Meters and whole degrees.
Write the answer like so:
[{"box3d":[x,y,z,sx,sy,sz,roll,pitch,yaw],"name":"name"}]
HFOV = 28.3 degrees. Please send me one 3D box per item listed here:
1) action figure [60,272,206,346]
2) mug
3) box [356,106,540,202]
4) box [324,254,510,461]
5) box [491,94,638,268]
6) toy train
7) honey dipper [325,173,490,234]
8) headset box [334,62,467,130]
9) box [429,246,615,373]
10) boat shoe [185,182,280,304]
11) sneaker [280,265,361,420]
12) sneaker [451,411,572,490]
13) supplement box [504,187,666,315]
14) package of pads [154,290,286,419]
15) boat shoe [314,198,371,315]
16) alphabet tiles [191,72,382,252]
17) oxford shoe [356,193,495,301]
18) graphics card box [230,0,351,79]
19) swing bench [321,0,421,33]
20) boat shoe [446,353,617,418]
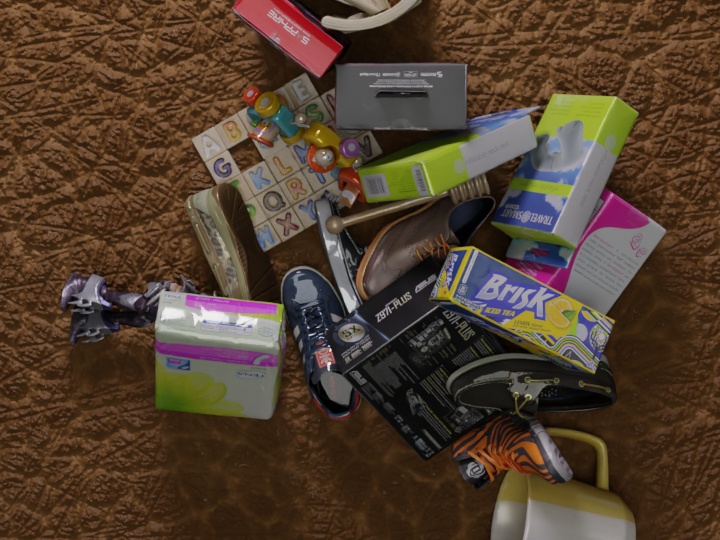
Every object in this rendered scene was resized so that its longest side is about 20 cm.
[{"box3d":[-0.264,0.052,1.760,0.199,0.070,0.130,1,139,12],"name":"action figure"},{"box3d":[0.259,0.307,1.767,0.153,0.149,0.187,11,107,-8],"name":"mug"},{"box3d":[0.109,-0.134,1.654,0.200,0.122,0.048,-26,104,-35],"name":"box"},{"box3d":[0.081,0.108,1.719,0.164,0.086,0.200,-36,128,7],"name":"box"},{"box3d":[0.233,-0.107,1.671,0.048,0.122,0.200,30,82,-31],"name":"box"},{"box3d":[-0.064,-0.136,1.690,0.200,0.150,0.056,31,77,3],"name":"toy train"},{"box3d":[0.054,-0.081,1.698,0.199,0.038,0.038,-15,99,5],"name":"honey dipper"},{"box3d":[0.044,-0.201,1.648,0.148,0.200,0.078,0,96,0],"name":"headset box"},{"box3d":[0.183,0.045,1.612,0.200,0.064,0.070,26,80,-18],"name":"box"},{"box3d":[-0.155,-0.007,1.763,0.063,0.073,0.201,-16,94,28],"name":"boat shoe"},{"box3d":[-0.045,0.092,1.764,0.075,0.085,0.201,-20,98,5],"name":"sneaker"},{"box3d":[0.178,0.229,1.711,0.112,0.200,0.078,-35,105,-2],"name":"sneaker"},{"box3d":[0.254,-0.007,1.715,0.101,0.103,0.200,30,101,-31],"name":"supplement box"},{"box3d":[-0.168,0.104,1.719,0.154,0.200,0.068,7,57,-4],"name":"package of pads"},{"box3d":[0.000,0.000,1.753,0.068,0.074,0.200,-20,92,-3],"name":"boat shoe"},{"box3d":[-0.082,-0.139,1.765,0.200,0.008,0.167,-30,97,7],"name":"alphabet tiles"},{"box3d":[0.078,-0.035,1.711,0.200,0.073,0.071,-44,116,-13],"name":"oxford shoe"},{"box3d":[-0.075,-0.279,1.643,0.125,0.200,0.051,37,99,-4],"name":"graphics card box"},{"box3d":[-0.027,-0.349,1.630,0.200,0.199,0.130,44,98,-5],"name":"swing bench"},{"box3d":[0.203,0.139,1.682,0.200,0.061,0.072,-5,138,-9],"name":"boat shoe"}]
